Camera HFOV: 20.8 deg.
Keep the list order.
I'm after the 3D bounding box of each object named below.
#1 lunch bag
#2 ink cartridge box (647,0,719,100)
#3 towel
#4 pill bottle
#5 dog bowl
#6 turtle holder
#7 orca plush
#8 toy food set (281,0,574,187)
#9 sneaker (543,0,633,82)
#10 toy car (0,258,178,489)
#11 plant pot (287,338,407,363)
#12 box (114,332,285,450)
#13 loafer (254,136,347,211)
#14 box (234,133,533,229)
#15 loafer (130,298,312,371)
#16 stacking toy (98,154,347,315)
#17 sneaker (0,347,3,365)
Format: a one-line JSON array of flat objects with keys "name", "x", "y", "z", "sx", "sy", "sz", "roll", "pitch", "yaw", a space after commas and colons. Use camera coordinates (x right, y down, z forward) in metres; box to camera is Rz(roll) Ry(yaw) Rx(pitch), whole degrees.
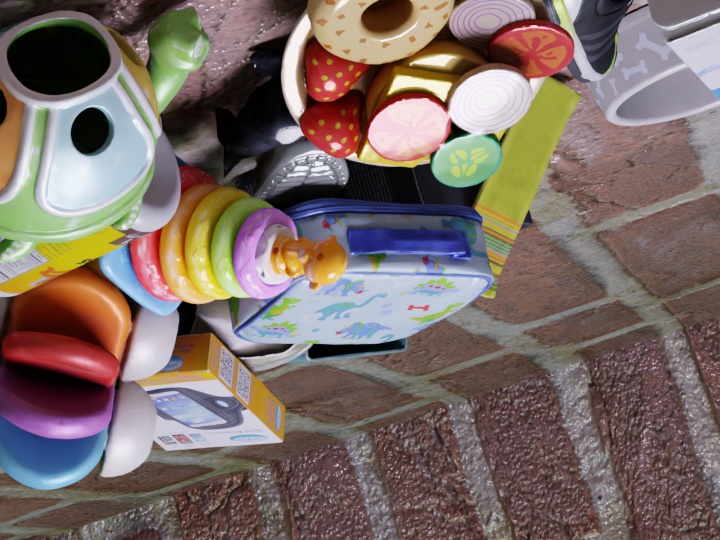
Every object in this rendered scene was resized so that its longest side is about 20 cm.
[{"name": "lunch bag", "x": 0.000, "y": 0.000, "z": 1.619, "sx": 0.199, "sy": 0.083, "sz": 0.161, "roll": 0, "pitch": 158, "yaw": -32}, {"name": "ink cartridge box", "x": 0.235, "y": -0.209, "z": 1.302, "sx": 0.084, "sy": 0.145, "sz": 0.200, "roll": -20, "pitch": 167, "yaw": 18}, {"name": "towel", "x": 0.133, "y": -0.074, "z": 1.726, "sx": 0.018, "sy": 0.201, "sz": 0.086, "roll": 26, "pitch": -175, "yaw": 30}, {"name": "pill bottle", "x": -0.240, "y": -0.049, "z": 1.470, "sx": 0.199, "sy": 0.110, "sz": 0.109, "roll": -23, "pitch": 166, "yaw": 28}, {"name": "dog bowl", "x": 0.287, "y": -0.184, "z": 1.692, "sx": 0.199, "sy": 0.059, "sz": 0.200, "roll": -16, "pitch": 169, "yaw": -3}, {"name": "turtle holder", "x": -0.182, "y": -0.098, "z": 1.267, "sx": 0.185, "sy": 0.141, "sz": 0.132, "roll": -3, "pitch": 147, "yaw": -17}, {"name": "orca plush", "x": -0.055, "y": -0.146, "z": 1.466, "sx": 0.200, "sy": 0.071, "sz": 0.105, "roll": -16, "pitch": -142, "yaw": 51}, {"name": "toy food set", "x": 0.044, "y": -0.142, "z": 1.358, "sx": 0.197, "sy": 0.049, "sz": 0.200, "roll": 6, "pitch": 133, "yaw": -20}, {"name": "sneaker", "x": 0.180, "y": -0.195, "z": 1.466, "sx": 0.083, "sy": 0.072, "sz": 0.200, "roll": -21, "pitch": 167, "yaw": 15}, {"name": "toy car", "x": -0.240, "y": 0.085, "z": 1.562, "sx": 0.174, "sy": 0.201, "sz": 0.150, "roll": 12, "pitch": -169, "yaw": -11}, {"name": "plant pot", "x": -0.081, "y": 0.028, "z": 1.961, "sx": 0.199, "sy": 0.142, "sz": 0.141, "roll": -12, "pitch": 174, "yaw": 43}, {"name": "box", "x": -0.148, "y": 0.114, "z": 1.733, "sx": 0.118, "sy": 0.042, "sz": 0.200, "roll": -6, "pitch": 152, "yaw": 19}, {"name": "loafer", "x": -0.057, "y": -0.089, "z": 1.599, "sx": 0.075, "sy": 0.070, "sz": 0.200, "roll": -7, "pitch": 170, "yaw": -11}, {"name": "box", "x": 0.023, "y": -0.061, "z": 1.779, "sx": 0.182, "sy": 0.105, "sz": 0.200, "roll": -25, "pitch": 165, "yaw": 30}, {"name": "loafer", "x": -0.133, "y": 0.050, "z": 1.710, "sx": 0.199, "sy": 0.076, "sz": 0.070, "roll": -5, "pitch": 169, "yaw": -4}, {"name": "stacking toy", "x": -0.089, "y": -0.018, "z": 1.497, "sx": 0.199, "sy": 0.116, "sz": 0.110, "roll": 10, "pitch": 160, "yaw": 36}, {"name": "sneaker", "x": -0.325, "y": 0.060, "z": 1.658, "sx": 0.199, "sy": 0.116, "sz": 0.080, "roll": 26, "pitch": 159, "yaw": -29}]
